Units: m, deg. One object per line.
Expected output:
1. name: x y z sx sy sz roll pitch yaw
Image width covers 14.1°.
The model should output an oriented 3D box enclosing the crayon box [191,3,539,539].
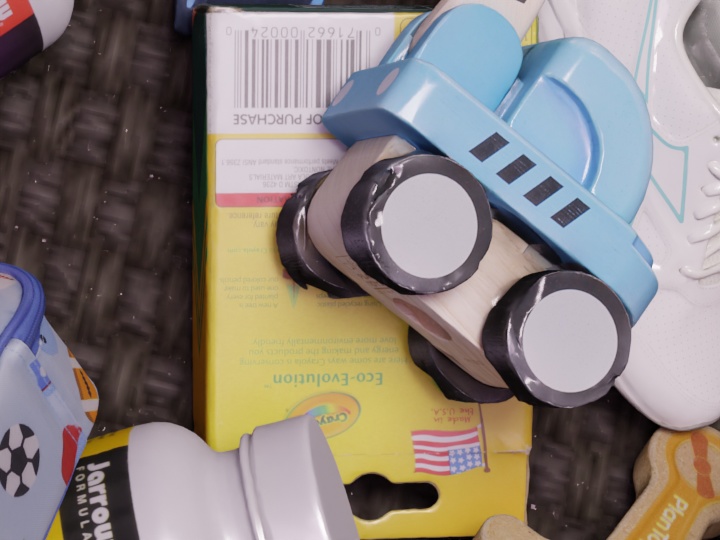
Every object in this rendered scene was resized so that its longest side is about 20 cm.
1. crayon box: 0.000 0.000 1.100 0.126 0.051 0.201 0 97 -10

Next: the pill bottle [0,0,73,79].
1. pill bottle: -0.185 -0.101 1.067 0.200 0.112 0.113 -36 89 -11

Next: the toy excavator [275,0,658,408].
1. toy excavator: 0.048 -0.076 1.035 0.194 0.100 0.200 39 76 -14

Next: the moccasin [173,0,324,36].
1. moccasin: -0.062 -0.187 1.116 0.068 0.080 0.201 -11 83 -6

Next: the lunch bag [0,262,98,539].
1. lunch bag: -0.189 0.083 0.964 0.160 0.076 0.200 4 47 28

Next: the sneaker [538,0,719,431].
1. sneaker: 0.119 -0.035 1.099 0.070 0.080 0.201 -23 106 -49

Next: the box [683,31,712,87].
1. box: 0.207 -0.127 1.165 0.199 0.050 0.158 -25 87 -11

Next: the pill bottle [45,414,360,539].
1. pill bottle: -0.100 0.119 1.028 0.199 0.112 0.113 -17 85 5

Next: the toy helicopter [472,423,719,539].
1. toy helicopter: 0.102 0.127 1.073 0.132 0.079 0.200 35 45 6
